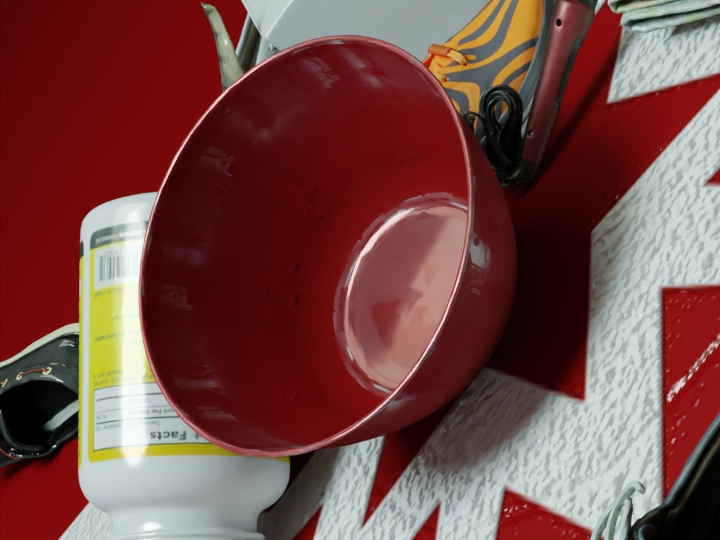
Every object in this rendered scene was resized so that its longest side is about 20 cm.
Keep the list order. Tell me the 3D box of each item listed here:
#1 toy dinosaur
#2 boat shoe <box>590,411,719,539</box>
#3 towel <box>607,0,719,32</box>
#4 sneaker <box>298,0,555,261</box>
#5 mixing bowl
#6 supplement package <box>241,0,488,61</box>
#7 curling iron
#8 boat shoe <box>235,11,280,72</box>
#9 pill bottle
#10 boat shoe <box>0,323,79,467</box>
[{"bbox_3d":[-0.047,-0.072,1.031,0.200,0.088,0.048,84,-156,-47],"label":"toy dinosaur"},{"bbox_3d":[0.114,0.099,0.555,0.200,0.062,0.075,-54,25,13],"label":"boat shoe"},{"bbox_3d":[0.203,-0.209,0.778,0.171,0.048,0.200,-5,57,59],"label":"towel"},{"bbox_3d":[0.025,-0.090,0.905,0.200,0.112,0.078,-62,23,-7],"label":"sneaker"},{"bbox_3d":[0.000,0.000,0.812,0.200,0.108,0.201,-14,67,34],"label":"mixing bowl"},{"bbox_3d":[0.034,-0.204,1.026,0.200,0.117,0.117,-53,24,12],"label":"supplement package"},{"bbox_3d":[0.096,-0.132,0.841,0.026,0.049,0.200,-58,-10,-68],"label":"curling iron"},{"bbox_3d":[-0.084,-0.130,1.241,0.202,0.065,0.074,-63,23,-10],"label":"boat shoe"},{"bbox_3d":[-0.094,0.067,0.900,0.112,0.112,0.201,-21,67,56],"label":"pill bottle"},{"bbox_3d":[-0.263,0.110,1.300,0.201,0.074,0.063,-33,25,38],"label":"boat shoe"}]
